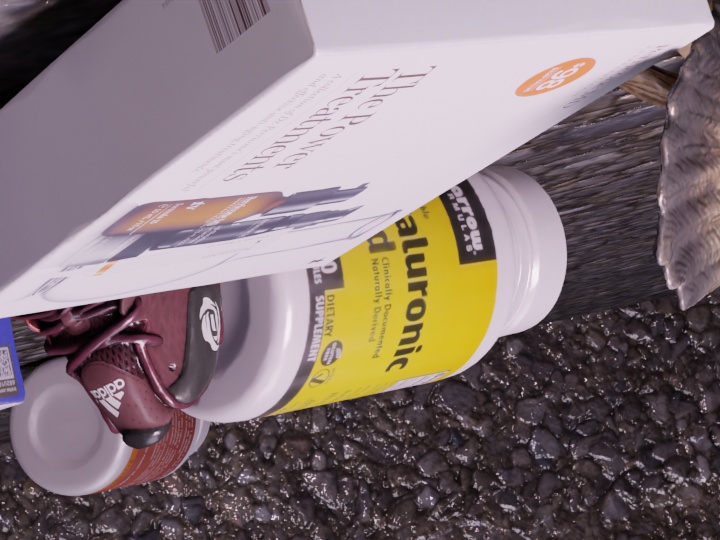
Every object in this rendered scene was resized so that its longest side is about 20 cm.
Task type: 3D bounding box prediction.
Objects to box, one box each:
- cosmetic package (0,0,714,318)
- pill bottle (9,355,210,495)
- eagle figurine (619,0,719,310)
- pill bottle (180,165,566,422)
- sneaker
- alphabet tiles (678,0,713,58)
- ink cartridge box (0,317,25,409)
[{"bbox_3d":[-0.019,-0.047,0.613,0.150,0.052,0.200,-12,168,-40],"label":"cosmetic package"},{"bbox_3d":[-0.201,0.125,1.742,0.111,0.113,0.200,-15,174,18],"label":"pill bottle"},{"bbox_3d":[0.156,-0.023,0.674,0.150,0.153,0.200,-6,-168,1],"label":"eagle figurine"},{"bbox_3d":[0.000,0.000,0.943,0.199,0.112,0.111,-9,173,-45],"label":"pill bottle"},{"bbox_3d":[-0.101,0.007,0.724,0.075,0.117,0.199,-16,174,31],"label":"sneaker"},{"bbox_3d":[0.197,-0.114,0.809,0.166,0.008,0.200,-15,175,16],"label":"alphabet tiles"},{"bbox_3d":[-0.256,0.049,0.992,0.198,0.077,0.136,-15,176,28],"label":"ink cartridge box"}]
